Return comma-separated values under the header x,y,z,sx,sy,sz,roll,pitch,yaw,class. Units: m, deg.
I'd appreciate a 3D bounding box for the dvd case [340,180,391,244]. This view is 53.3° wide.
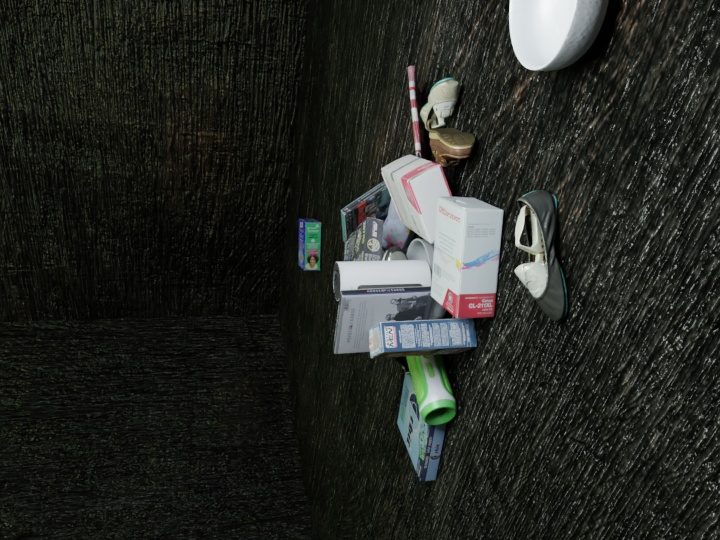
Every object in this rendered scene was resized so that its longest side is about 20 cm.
x,y,z,sx,sy,sz,roll,pitch,yaw,class
0.038,-0.155,1.745,0.022,0.198,0.147,50,165,22,dvd case

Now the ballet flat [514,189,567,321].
x,y,z,sx,sy,sz,roll,pitch,yaw,class
0.270,-0.022,1.102,0.068,0.067,0.204,140,128,-71,ballet flat

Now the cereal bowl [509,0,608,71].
x,y,z,sx,sy,sz,roll,pitch,yaw,class
0.285,-0.379,0.995,0.200,0.082,0.205,180,90,-76,cereal bowl

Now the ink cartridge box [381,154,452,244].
x,y,z,sx,sy,sz,roll,pitch,yaw,class
0.128,-0.159,1.535,0.149,0.082,0.200,66,174,-20,ink cartridge box

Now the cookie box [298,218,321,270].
x,y,z,sx,sy,sz,roll,pitch,yaw,class
-0.216,-0.112,3.035,0.171,0.074,0.204,-147,57,-74,cookie box

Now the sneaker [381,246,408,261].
x,y,z,sx,sy,sz,roll,pitch,yaw,class
0.094,0.047,1.566,0.079,0.073,0.205,166,97,-66,sneaker

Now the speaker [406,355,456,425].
x,y,z,sx,sy,sz,roll,pitch,yaw,class
0.150,0.230,1.566,0.089,0.087,0.202,105,159,-46,speaker

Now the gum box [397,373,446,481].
x,y,z,sx,sy,sz,roll,pitch,yaw,class
0.141,0.357,1.686,0.201,0.044,0.173,-113,27,-59,gum box

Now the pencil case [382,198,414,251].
x,y,z,sx,sy,sz,roll,pitch,yaw,class
0.100,-0.130,1.742,0.091,0.083,0.201,46,146,21,pencil case

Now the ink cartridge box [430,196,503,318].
x,y,z,sx,sy,sz,roll,pitch,yaw,class
0.199,-0.029,1.356,0.146,0.081,0.204,-132,43,-70,ink cartridge box

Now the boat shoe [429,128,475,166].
x,y,z,sx,sy,sz,roll,pitch,yaw,class
0.185,-0.243,1.444,0.200,0.070,0.069,-115,22,-72,boat shoe

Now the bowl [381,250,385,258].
x,y,z,sx,sy,sz,roll,pitch,yaw,class
0.058,0.039,1.762,0.200,0.074,0.203,-115,0,-67,bowl

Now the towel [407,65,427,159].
x,y,z,sx,sy,sz,roll,pitch,yaw,class
0.131,-0.342,1.634,0.144,0.022,0.204,46,-141,-76,towel

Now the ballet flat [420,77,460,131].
x,y,z,sx,sy,sz,roll,pitch,yaw,class
0.172,-0.342,1.510,0.200,0.066,0.064,130,128,-83,ballet flat

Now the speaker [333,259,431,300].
x,y,z,sx,sy,sz,roll,pitch,yaw,class
0.042,0.019,1.483,0.081,0.196,0.083,179,90,-76,speaker

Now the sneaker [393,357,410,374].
x,y,z,sx,sy,sz,roll,pitch,yaw,class
0.079,0.149,1.669,0.070,0.201,0.078,-30,14,39,sneaker

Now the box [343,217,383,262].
x,y,z,sx,sy,sz,roll,pitch,yaw,class
0.000,0.000,1.659,0.161,0.048,0.204,133,144,-64,box

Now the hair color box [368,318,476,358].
x,y,z,sx,sy,sz,roll,pitch,yaw,class
0.122,0.136,1.435,0.100,0.196,0.062,134,134,-70,hair color box

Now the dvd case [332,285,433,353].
x,y,z,sx,sy,sz,roll,pitch,yaw,class
0.046,0.103,1.473,0.025,0.196,0.153,-112,25,-52,dvd case

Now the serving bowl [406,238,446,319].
x,y,z,sx,sy,sz,roll,pitch,yaw,class
0.153,0.032,1.580,0.200,0.064,0.205,180,90,-76,serving bowl
